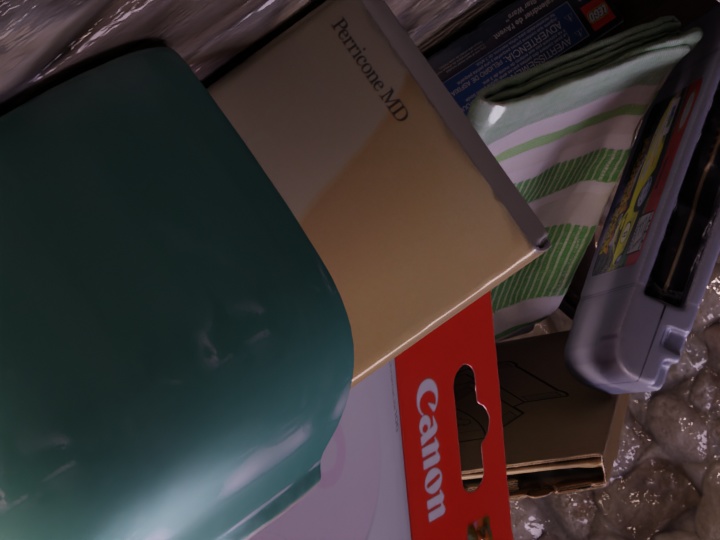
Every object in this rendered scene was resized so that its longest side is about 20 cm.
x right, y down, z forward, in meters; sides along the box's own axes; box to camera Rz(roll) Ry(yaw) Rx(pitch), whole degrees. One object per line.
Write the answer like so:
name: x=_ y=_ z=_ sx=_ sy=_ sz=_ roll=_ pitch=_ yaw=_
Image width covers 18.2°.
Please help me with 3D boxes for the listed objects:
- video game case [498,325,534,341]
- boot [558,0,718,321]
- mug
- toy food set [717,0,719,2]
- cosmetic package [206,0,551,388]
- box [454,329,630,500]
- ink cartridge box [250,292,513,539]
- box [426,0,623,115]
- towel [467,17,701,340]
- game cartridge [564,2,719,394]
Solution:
video game case: x=0.005 y=0.016 z=1.339 sx=0.181 sy=0.023 sz=0.200 roll=-17 pitch=-158 yaw=4
boot: x=0.162 y=-0.091 z=1.248 sx=0.200 sy=0.187 sz=0.064 roll=-32 pitch=148 yaw=22
mug: x=-0.079 y=0.034 z=0.595 sx=0.152 sy=0.115 sz=0.185 roll=-35 pitch=178 yaw=-9
toy food set: x=0.207 y=-0.143 z=0.941 sx=0.143 sy=0.061 sz=0.200 roll=-36 pitch=143 yaw=24
cosmetic package: x=-0.049 y=0.009 z=0.713 sx=0.200 sy=0.105 sz=0.071 roll=-37 pitch=178 yaw=8
box: x=0.059 y=0.079 z=1.176 sx=0.163 sy=0.021 sz=0.200 roll=-10 pitch=-165 yaw=15
ink cartridge box: x=0.009 y=0.098 z=0.963 sx=0.199 sy=0.163 sz=0.057 roll=-21 pitch=-157 yaw=-37
box: x=0.041 y=-0.078 z=1.119 sx=0.137 sy=0.040 sz=0.200 roll=-34 pitch=178 yaw=-13
towel: x=0.075 y=-0.026 z=1.065 sx=0.152 sy=0.023 sz=0.200 roll=-24 pitch=151 yaw=-40
game cartridge: x=0.154 y=-0.038 z=1.098 sx=0.133 sy=0.041 sz=0.201 roll=119 pitch=-8 yaw=-83
